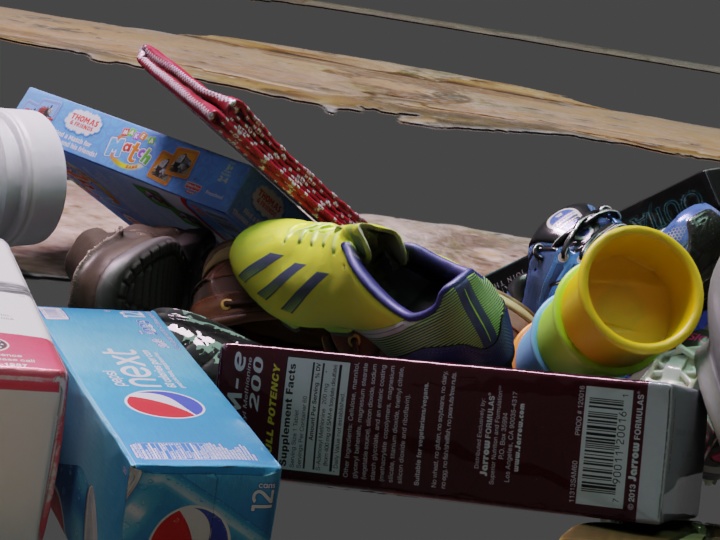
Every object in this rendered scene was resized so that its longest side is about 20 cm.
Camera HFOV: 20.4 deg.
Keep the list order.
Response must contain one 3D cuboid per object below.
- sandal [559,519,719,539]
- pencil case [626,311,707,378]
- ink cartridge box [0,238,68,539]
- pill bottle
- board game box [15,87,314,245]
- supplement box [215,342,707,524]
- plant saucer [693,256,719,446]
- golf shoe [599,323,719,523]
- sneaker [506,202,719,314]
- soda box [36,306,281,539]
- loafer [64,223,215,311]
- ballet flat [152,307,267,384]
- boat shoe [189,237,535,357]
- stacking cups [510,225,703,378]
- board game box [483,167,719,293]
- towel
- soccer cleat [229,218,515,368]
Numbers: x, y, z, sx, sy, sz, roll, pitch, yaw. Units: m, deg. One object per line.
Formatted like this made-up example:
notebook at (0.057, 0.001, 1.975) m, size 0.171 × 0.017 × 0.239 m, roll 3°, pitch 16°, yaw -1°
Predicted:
sandal at (0.129, 0.135, 0.830) m, size 0.080 × 0.054 × 0.200 m, roll 6°, pitch -2°, yaw 15°
pencil case at (0.250, 0.040, 1.208) m, size 0.199 × 0.078 × 0.087 m, roll 5°, pitch 41°, yaw -20°
ink cartridge box at (-0.217, 0.043, 0.875) m, size 0.145 × 0.085 × 0.200 m, roll 5°, pitch 17°, yaw -19°
pill bottle at (-0.274, -0.053, 1.150) m, size 0.199 × 0.113 × 0.112 m, roll -3°, pitch 19°, yaw -39°
board game box at (-0.106, -0.042, 1.237) m, size 0.199 × 0.037 × 0.151 m, roll 20°, pitch -13°, yaw 37°
supplement box at (0.045, 0.071, 0.882) m, size 0.199 × 0.061 × 0.109 m, roll 5°, pitch -4°, yaw 19°
plant saucer at (0.193, 0.076, 0.898) m, size 0.050 × 0.201 × 0.200 m, roll -23°, pitch 8°, yaw 14°
golf shoe at (0.148, 0.072, 1.005) m, size 0.077 × 0.089 × 0.200 m, roll 18°, pitch 18°, yaw 24°
sneaker at (0.129, 0.004, 1.073) m, size 0.078 × 0.089 × 0.200 m, roll -25°, pitch -7°, yaw -29°
soda box at (-0.097, 0.077, 0.856) m, size 0.064 × 0.068 × 0.200 m, roll 3°, pitch 16°, yaw -21°
loafer at (-0.132, 0.012, 1.101) m, size 0.071 × 0.074 × 0.200 m, roll 7°, pitch 4°, yaw 6°
ballet flat at (-0.028, 0.072, 0.993) m, size 0.199 × 0.057 × 0.067 m, roll 15°, pitch -24°, yaw 13°
boat shoe at (0.001, 0.038, 1.094) m, size 0.199 × 0.072 × 0.068 m, roll 11°, pitch 42°, yaw 11°
stacking cups at (0.104, 0.036, 0.974) m, size 0.060 × 0.061 × 0.200 m, roll 7°, pitch -18°, yaw -10°
board game box at (0.166, -0.016, 1.241) m, size 0.199 × 0.028 × 0.135 m, roll -27°, pitch -10°, yaw 35°
towel at (-0.036, -0.052, 1.148) m, size 0.200 × 0.023 × 0.145 m, roll 41°, pitch -1°, yaw -30°
soccer cleat at (0.001, 0.000, 1.009) m, size 0.065 × 0.084 × 0.200 m, roll -38°, pitch 39°, yaw -24°
